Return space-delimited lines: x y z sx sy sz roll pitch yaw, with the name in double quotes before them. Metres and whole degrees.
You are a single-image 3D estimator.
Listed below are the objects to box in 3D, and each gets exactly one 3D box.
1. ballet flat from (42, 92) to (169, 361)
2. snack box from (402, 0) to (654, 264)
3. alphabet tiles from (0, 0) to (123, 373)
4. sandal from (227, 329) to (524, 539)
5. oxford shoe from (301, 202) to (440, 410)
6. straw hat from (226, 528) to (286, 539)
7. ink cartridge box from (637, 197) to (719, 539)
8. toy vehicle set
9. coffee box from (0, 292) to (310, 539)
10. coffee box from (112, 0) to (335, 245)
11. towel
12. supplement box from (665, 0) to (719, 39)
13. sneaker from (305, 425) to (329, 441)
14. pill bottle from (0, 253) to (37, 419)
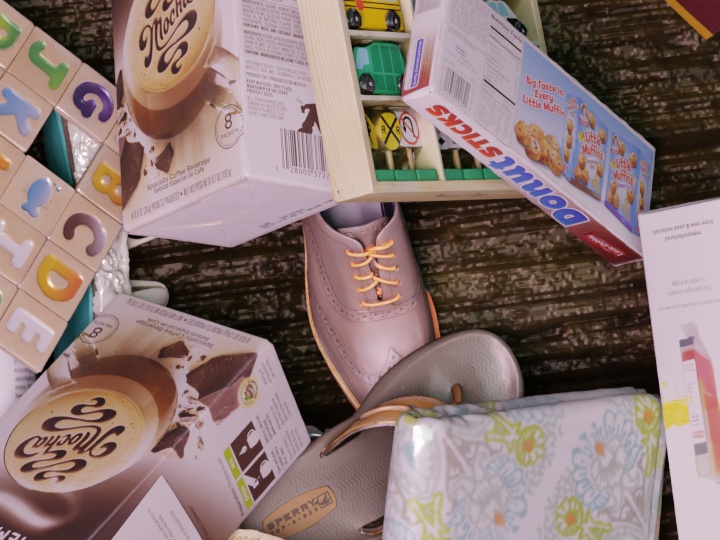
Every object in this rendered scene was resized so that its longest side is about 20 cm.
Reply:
"ballet flat" -0.138 -0.008 1.320 0.071 0.072 0.202 -4 85 -3
"snack box" 0.096 -0.079 1.282 0.200 0.024 0.072 35 53 -41
"alphabet tiles" -0.206 -0.046 1.249 0.167 0.008 0.201 37 60 -18
"sandal" 0.012 0.100 1.266 0.199 0.055 0.082 -27 90 -22
"oxford shoe" 0.000 0.000 1.320 0.071 0.073 0.201 -18 90 -3
"straw hat" -0.063 0.240 1.214 0.200 0.085 0.203 12 114 29
"ink cartridge box" 0.244 0.057 1.302 0.144 0.083 0.202 -6 87 -31
"toy vehicle set" 0.043 -0.101 1.279 0.026 0.199 0.125 -14 85 35
"coffee box" -0.134 0.115 1.211 0.113 0.080 0.200 15 51 36
"coffee box" -0.072 -0.127 1.274 0.079 0.113 0.202 8 70 -40
"towel" 0.087 0.153 1.274 0.199 0.048 0.173 -4 100 -41
"supplement box" 0.227 -0.256 1.285 0.133 0.200 0.197 43 86 0
"sneaker" -0.073 0.146 1.322 0.198 0.075 0.087 -8 120 -10
"pill bottle" -0.233 0.045 1.287 0.112 0.113 0.202 -2 87 -3
